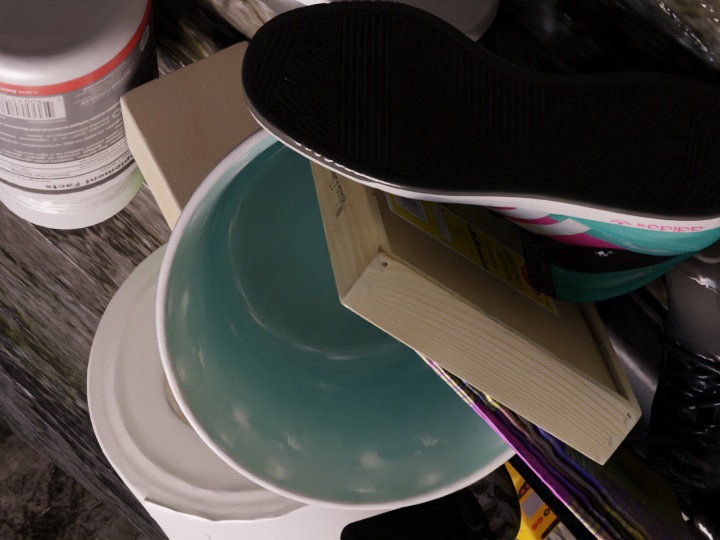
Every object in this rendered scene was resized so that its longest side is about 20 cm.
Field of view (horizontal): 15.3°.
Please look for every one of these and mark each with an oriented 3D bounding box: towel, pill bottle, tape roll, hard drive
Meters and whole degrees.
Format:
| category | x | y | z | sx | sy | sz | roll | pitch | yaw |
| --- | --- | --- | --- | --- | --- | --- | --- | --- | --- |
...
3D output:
| category | x | y | z | sx | sy | sz | roll | pitch | yaw |
| --- | --- | --- | --- | --- | --- | --- | --- | --- | --- |
| towel | 0.080 | 0.063 | 1.154 | 0.200 | 0.023 | 0.144 | 46 | -170 | -17 |
| pill bottle | -0.167 | -0.108 | 1.449 | 0.116 | 0.116 | 0.200 | 38 | 160 | 15 |
| tape roll | -0.054 | 0.067 | 1.548 | 0.202 | 0.202 | 0.071 | 35 | 166 | 26 |
| hard drive | 0.150 | 0.070 | 1.333 | 0.200 | 0.033 | 0.140 | 44 | 168 | -12 |

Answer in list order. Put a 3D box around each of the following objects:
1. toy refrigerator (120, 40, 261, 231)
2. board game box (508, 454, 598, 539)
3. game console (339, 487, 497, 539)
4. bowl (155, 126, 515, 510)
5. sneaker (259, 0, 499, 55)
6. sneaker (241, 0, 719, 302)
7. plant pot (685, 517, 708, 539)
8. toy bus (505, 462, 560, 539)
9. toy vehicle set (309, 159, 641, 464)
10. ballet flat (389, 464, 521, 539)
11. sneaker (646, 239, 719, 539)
| category | x | y | z | sx | sy | sz | roll | pitch | yaw |
| --- | --- | --- | --- | --- | --- | --- | --- | --- | --- |
| toy refrigerator | -0.047 | -0.011 | 1.388 | 0.200 | 0.076 | 0.070 | 61 | 169 | 19 |
| board game box | 0.072 | 0.063 | 1.431 | 0.200 | 0.035 | 0.136 | 49 | -176 | -43 |
| game console | 0.043 | 0.221 | 1.333 | 0.200 | 0.116 | 0.176 | 63 | 148 | 10 |
| bowl | 0.000 | 0.000 | 1.251 | 0.201 | 0.201 | 0.105 | 46 | -174 | -20 |
| sneaker | -0.024 | -0.120 | 1.123 | 0.200 | 0.071 | 0.099 | 31 | 159 | 24 |
| sneaker | 0.055 | -0.045 | 1.043 | 0.200 | 0.084 | 0.121 | 14 | 164 | 7 |
| plant pot | 0.204 | 0.218 | 1.245 | 0.200 | 0.200 | 0.177 | 41 | 169 | -26 |
| toy bus | 0.053 | 0.093 | 1.628 | 0.200 | 0.065 | 0.078 | 30 | 163 | 42 |
| toy vehicle set | 0.041 | -0.002 | 1.093 | 0.124 | 0.027 | 0.200 | 32 | -165 | -16 |
| ballet flat | 0.017 | 0.069 | 1.441 | 0.200 | 0.072 | 0.072 | 52 | 175 | 32 |
| sneaker | 0.161 | 0.052 | 1.141 | 0.075 | 0.079 | 0.200 | 33 | 163 | 36 |
